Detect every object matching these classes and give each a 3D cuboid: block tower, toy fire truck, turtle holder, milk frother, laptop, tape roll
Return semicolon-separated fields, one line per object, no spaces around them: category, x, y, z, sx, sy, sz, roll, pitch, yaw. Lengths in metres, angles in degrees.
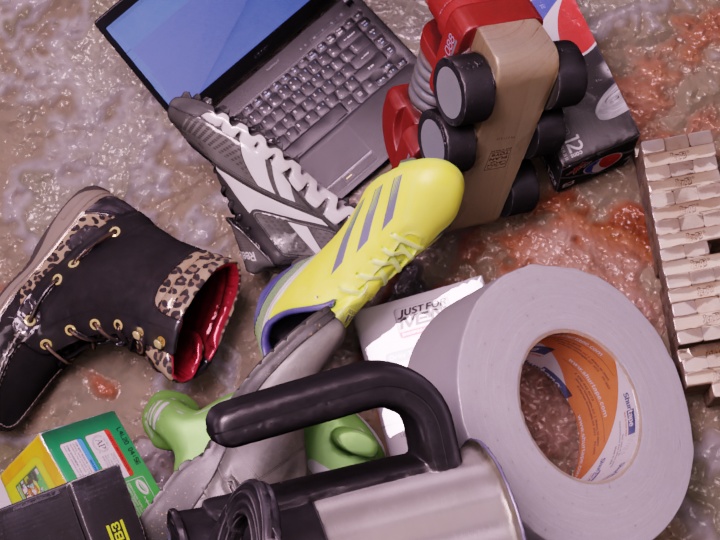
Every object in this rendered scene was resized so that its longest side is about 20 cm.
block tower;0.242;-0.004;1.031;0.054;0.058;0.200;-10;76;3
toy fire truck;0.045;-0.147;1.024;0.129;0.176;0.200;-12;56;-21
turtle holder;-0.067;0.151;0.993;0.185;0.132;0.141;-1;78;7
milk frother;0.001;0.160;0.770;0.188;0.200;0.181;-12;114;-14
laptop;-0.060;-0.155;1.074;0.177;0.103;0.200;-41;76;-3
tape roll;0.128;0.099;0.960;0.200;0.066;0.200;13;64;-29

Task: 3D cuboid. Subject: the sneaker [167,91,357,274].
sneaker;-0.071;-0.046;1.047;0.200;0.066;0.091;38;91;-13

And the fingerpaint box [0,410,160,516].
fingerpaint box;-0.185;0.226;0.980;0.167;0.073;0.200;-44;72;35

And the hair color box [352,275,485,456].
hair color box;0.068;0.115;1.022;0.099;0.061;0.200;-16;77;3

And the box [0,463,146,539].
box;-0.191;0.238;0.906;0.200;0.048;0.193;-23;88;41

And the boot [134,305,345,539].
boot;-0.040;0.133;0.903;0.131;0.068;0.200;37;85;1

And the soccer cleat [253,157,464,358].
soccer cleat;0.000;0.001;0.976;0.200;0.065;0.084;-40;30;32

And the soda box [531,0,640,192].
soda box;0.137;-0.166;1.070;0.063;0.071;0.200;-23;76;-2

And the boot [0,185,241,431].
boot;-0.188;0.046;1.045;0.151;0.073;0.200;22;74;28
